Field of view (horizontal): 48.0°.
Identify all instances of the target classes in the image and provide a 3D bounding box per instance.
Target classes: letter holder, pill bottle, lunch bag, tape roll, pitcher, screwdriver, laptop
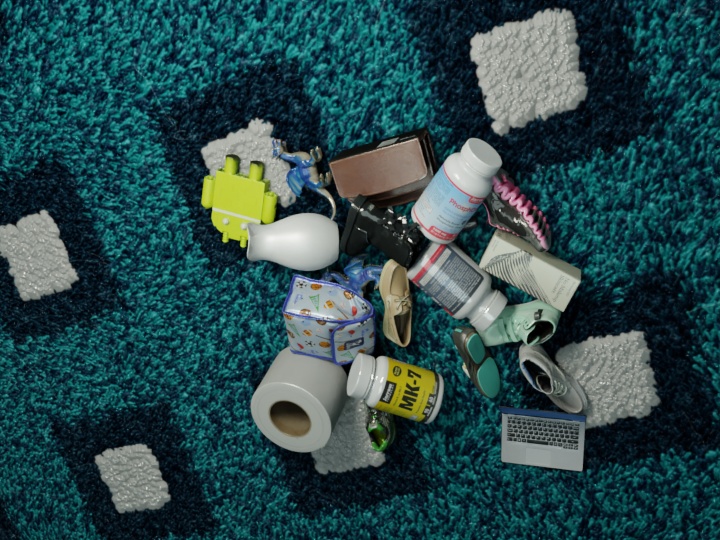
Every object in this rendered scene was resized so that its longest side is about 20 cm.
[{"bbox_3d":[0.056,-0.192,1.671,0.196,0.101,0.145,-12,107,20],"label":"letter holder"},{"bbox_3d":[0.205,0.029,1.693,0.199,0.120,0.120,41,115,0],"label":"pill bottle"},{"bbox_3d":[-0.062,0.118,1.778,0.195,0.126,0.172,10,146,8],"label":"lunch bag"},{"bbox_3d":[0.076,0.257,1.785,0.196,0.115,0.116,18,115,-13],"label":"pill bottle"},{"bbox_3d":[-0.137,0.294,1.859,0.198,0.140,0.207,10,124,15],"label":"tape roll"},{"bbox_3d":[-0.151,-0.061,1.771,0.195,0.171,0.125,-1,91,-8],"label":"pitcher"},{"bbox_3d":[0.192,-0.158,1.603,0.108,0.109,0.201,36,126,2],"label":"pill bottle"},{"bbox_3d":[0.154,-0.091,1.718,0.195,0.028,0.030,-4,78,20],"label":"screwdriver"},{"bbox_3d":[0.393,0.367,1.758,0.183,0.116,0.205,4,110,16],"label":"laptop"}]

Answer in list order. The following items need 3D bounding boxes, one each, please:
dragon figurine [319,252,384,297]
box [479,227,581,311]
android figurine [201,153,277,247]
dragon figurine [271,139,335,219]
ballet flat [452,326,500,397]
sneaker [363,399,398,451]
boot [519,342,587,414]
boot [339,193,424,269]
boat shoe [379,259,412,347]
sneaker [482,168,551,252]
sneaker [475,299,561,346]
[{"bbox_3d":[0.000,0.000,1.778,0.198,0.059,0.100,-34,97,24],"label":"dragon figurine"},{"bbox_3d":[0.349,-0.003,1.665,0.197,0.068,0.083,27,114,7],"label":"box"},{"bbox_3d":[-0.272,-0.153,1.819,0.178,0.041,0.204,17,111,10],"label":"android figurine"},{"bbox_3d":[-0.119,-0.199,1.737,0.098,0.059,0.203,-19,103,26],"label":"dragon figurine"},{"bbox_3d":[0.250,0.193,1.762,0.068,0.068,0.202,24,147,48],"label":"ballet flat"},{"bbox_3d":[0.044,0.322,1.866,0.076,0.085,0.204,-8,106,19],"label":"sneaker"},{"bbox_3d":[0.406,0.246,1.721,0.200,0.096,0.074,46,115,-3],"label":"boot"},{"bbox_3d":[0.045,-0.059,1.676,0.161,0.074,0.200,33,150,11],"label":"boot"},{"bbox_3d":[0.087,0.069,1.756,0.064,0.070,0.204,37,139,49],"label":"boat shoe"},{"bbox_3d":[0.304,-0.110,1.644,0.095,0.079,0.201,-41,86,31],"label":"sneaker"},{"bbox_3d":[0.321,0.122,1.692,0.198,0.118,0.075,-25,103,24],"label":"sneaker"}]
